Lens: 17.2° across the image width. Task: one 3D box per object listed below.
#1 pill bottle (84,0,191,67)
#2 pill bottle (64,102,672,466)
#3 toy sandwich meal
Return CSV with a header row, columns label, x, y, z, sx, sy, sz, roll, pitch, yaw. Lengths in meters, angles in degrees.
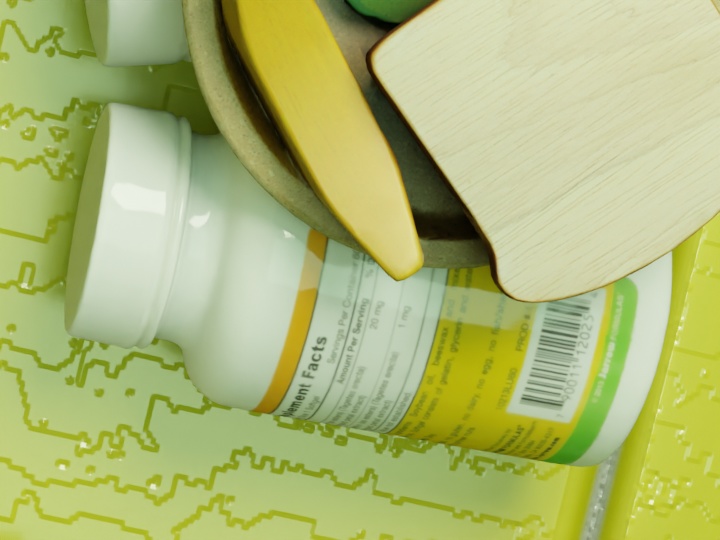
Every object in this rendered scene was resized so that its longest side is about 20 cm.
label,x,y,z,sx,sy,sz,roll,pitch,yaw
pill bottle,0.003,-0.126,0.833,0.198,0.114,0.115,-5,97,-12
pill bottle,0.000,0.000,0.846,0.199,0.111,0.112,11,93,-12
toy sandwich meal,0.041,-0.083,0.752,0.204,0.070,0.207,-2,101,-12
